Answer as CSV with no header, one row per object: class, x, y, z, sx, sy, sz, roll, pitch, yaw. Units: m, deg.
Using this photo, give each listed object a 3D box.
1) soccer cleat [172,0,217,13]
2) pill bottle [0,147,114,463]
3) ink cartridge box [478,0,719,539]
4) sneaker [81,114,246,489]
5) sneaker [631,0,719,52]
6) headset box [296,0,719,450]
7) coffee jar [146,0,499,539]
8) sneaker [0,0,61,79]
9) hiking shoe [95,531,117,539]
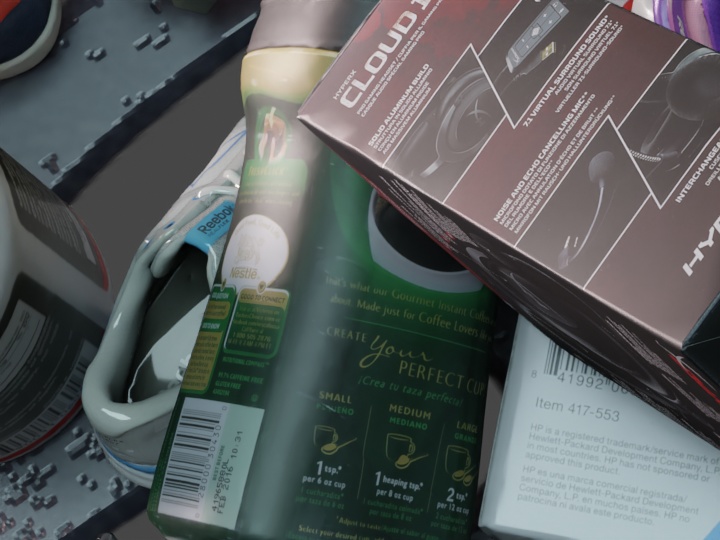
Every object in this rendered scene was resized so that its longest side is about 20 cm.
soccer cleat,-0.113,-0.168,0.917,0.199,0.065,0.084,25,120,-12
pill bottle,-0.159,0.000,0.856,0.113,0.200,0.114,-2,79,8
ink cartridge box,0.132,0.007,0.870,0.146,0.086,0.201,10,80,10
sneaker,-0.033,-0.015,0.900,0.075,0.087,0.201,28,83,15
sneaker,0.172,-0.048,0.787,0.200,0.088,0.081,34,84,10
headset box,0.086,-0.010,0.729,0.077,0.149,0.200,-52,40,-2
coffee jar,0.000,0.000,0.839,0.104,0.085,0.201,16,84,-32
sneaker,-0.216,-0.098,0.943,0.199,0.085,0.075,-12,78,6
hiking shoe,-0.074,0.152,0.839,0.101,0.076,0.200,-48,39,-7
